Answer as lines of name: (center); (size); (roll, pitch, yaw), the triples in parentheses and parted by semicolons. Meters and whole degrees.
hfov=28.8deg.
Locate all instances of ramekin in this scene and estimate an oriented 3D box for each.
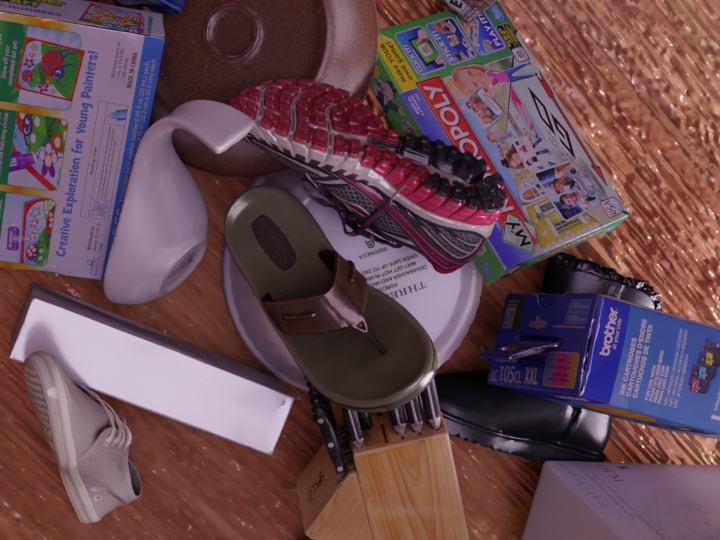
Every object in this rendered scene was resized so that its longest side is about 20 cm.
ramekin: (0.000, 0.000, 1.047); (0.201, 0.094, 0.204); (-1, 96, -14)

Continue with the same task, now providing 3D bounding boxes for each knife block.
knife block: (0.041, 0.126, 1.003); (0.199, 0.064, 0.176); (27, 113, -23)

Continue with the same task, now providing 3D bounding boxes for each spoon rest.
spoon rest: (-0.132, -0.048, 0.971); (0.061, 0.200, 0.099); (41, 48, 9)

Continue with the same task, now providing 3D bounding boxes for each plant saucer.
plant saucer: (-0.088, -0.167, 0.998); (0.199, 0.037, 0.202); (0, 92, 10)

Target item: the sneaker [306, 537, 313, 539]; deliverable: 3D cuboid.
sneaker: (-0.067, 0.260, 1.069); (0.087, 0.074, 0.201); (25, 90, -11)

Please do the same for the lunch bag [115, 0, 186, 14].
lunch bag: (-0.200, -0.251, 0.931); (0.199, 0.136, 0.133); (19, 89, 11)

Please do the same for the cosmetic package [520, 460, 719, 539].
cosmetic package: (0.253, 0.242, 1.057); (0.199, 0.199, 0.124); (6, 109, -26)

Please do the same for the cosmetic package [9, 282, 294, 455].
cosmetic package: (-0.153, 0.072, 1.021); (0.199, 0.083, 0.051); (23, 89, -15)

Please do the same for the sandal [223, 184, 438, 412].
sandal: (-0.031, 0.016, 0.927); (0.080, 0.057, 0.201); (-42, 64, -5)

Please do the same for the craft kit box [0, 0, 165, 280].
craft kit box: (-0.246, -0.094, 0.955); (0.196, 0.049, 0.201); (6, 123, -18)

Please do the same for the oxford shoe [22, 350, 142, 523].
oxford shoe: (-0.191, 0.112, 0.975); (0.057, 0.200, 0.075); (-20, 57, -11)

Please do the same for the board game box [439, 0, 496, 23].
board game box: (0.053, -0.293, 0.978); (0.200, 0.159, 0.097); (36, 70, -9)

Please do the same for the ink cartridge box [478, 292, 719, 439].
ink cartridge box: (0.186, 0.066, 1.012); (0.199, 0.136, 0.077); (17, 83, -21)

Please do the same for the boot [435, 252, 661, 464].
boot: (0.140, 0.064, 1.101); (0.197, 0.073, 0.163); (18, 93, -23)

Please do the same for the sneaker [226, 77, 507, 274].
sneaker: (-0.005, -0.063, 0.948); (0.199, 0.081, 0.075); (28, 127, 3)

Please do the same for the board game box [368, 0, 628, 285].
board game box: (0.096, -0.100, 1.032); (0.134, 0.029, 0.201); (-22, 76, -35)
